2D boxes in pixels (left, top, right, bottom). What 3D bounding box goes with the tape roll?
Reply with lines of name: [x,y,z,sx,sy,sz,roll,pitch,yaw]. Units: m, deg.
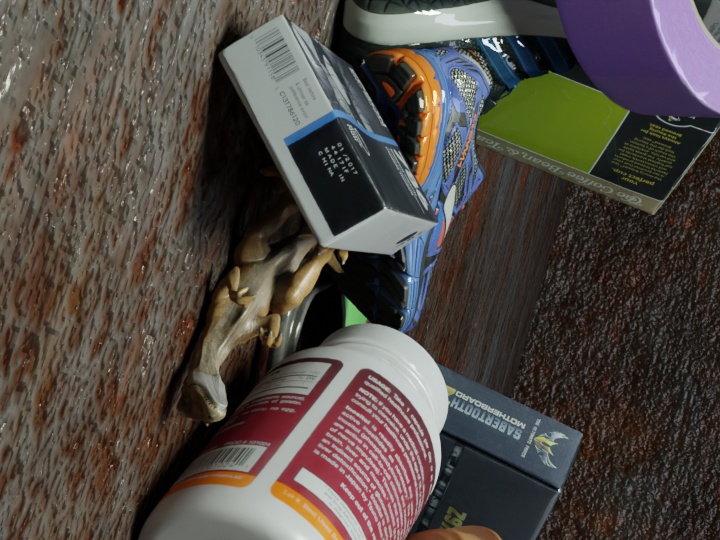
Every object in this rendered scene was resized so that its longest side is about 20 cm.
tape roll: [0.190,-0.186,0.899,0.199,0.065,0.202,-8,101,-45]

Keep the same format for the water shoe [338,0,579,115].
water shoe: [0.079,-0.134,0.943,0.072,0.199,0.079,-112,-153,-46]

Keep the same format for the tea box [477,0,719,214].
tea box: [0.167,-0.169,1.164,0.197,0.199,0.134,115,-4,-61]

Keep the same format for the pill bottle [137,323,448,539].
pill bottle: [-0.025,0.112,0.845,0.200,0.112,0.114,-50,154,-55]

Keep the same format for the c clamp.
c clamp: [-0.033,0.061,1.006,0.200,0.027,0.172,2,104,-80]

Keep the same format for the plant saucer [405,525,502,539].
plant saucer: [-0.008,0.196,0.819,0.200,0.032,0.200,-37,-170,7]

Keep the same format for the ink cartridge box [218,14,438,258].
ink cartridge box: [-0.008,-0.059,0.790,0.100,0.039,0.200,61,8,5]

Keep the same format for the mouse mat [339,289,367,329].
mouse mat: [0.000,0.000,1.088,0.201,0.007,0.162,92,8,-47]

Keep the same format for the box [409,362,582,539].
box: [0.039,0.141,1.046,0.051,0.157,0.201,-60,173,-39]

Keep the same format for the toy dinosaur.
toy dinosaur: [-0.045,-0.002,0.822,0.106,0.060,0.200,-54,178,38]

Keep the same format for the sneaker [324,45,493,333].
sneaker: [0.034,-0.041,0.914,0.078,0.075,0.201,-24,144,-33]
